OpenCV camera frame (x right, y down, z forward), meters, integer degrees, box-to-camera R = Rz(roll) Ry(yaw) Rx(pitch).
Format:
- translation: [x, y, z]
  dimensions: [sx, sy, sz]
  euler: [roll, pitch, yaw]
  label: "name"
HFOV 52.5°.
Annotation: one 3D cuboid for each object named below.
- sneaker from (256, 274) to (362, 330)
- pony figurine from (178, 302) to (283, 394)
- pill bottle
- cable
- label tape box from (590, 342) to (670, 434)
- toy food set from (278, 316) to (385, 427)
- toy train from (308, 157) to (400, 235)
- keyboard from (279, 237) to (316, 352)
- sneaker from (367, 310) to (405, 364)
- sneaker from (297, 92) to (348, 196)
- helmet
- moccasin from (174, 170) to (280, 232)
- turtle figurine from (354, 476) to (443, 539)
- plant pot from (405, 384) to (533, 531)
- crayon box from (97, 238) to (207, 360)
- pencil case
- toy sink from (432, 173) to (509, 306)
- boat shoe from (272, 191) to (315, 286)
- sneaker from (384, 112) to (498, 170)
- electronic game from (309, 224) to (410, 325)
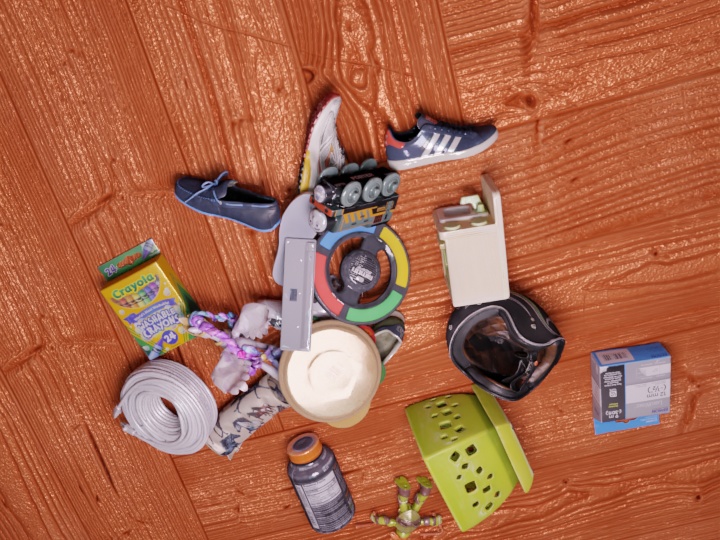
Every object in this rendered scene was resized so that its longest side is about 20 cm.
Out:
- translation: [-0.094, 0.061, 1.387]
  dimensions: [0.199, 0.075, 0.115]
  euler: [17, 109, -13]
  label: "sneaker"
- translation: [-0.219, 0.141, 1.341]
  dimensions: [0.200, 0.193, 0.167]
  euler: [36, 75, -47]
  label: "pony figurine"
- translation: [-0.088, 0.438, 1.523]
  dimensions: [0.106, 0.106, 0.201]
  euler: [-17, 112, 5]
  label: "pill bottle"
- translation: [-0.373, 0.269, 1.425]
  dimensions: [0.200, 0.069, 0.200]
  euler: [33, 124, 5]
  label: "cable"
- translation: [0.552, 0.256, 1.493]
  dimensions: [0.143, 0.066, 0.201]
  euler: [-9, 111, 2]
  label: "label tape box"
- translation: [-0.052, 0.183, 1.348]
  dimensions: [0.199, 0.049, 0.199]
  euler: [23, 92, -12]
  label: "toy food set"
- translation: [-0.008, -0.123, 1.260]
  dimensions: [0.085, 0.200, 0.114]
  euler: [34, 124, 29]
  label: "toy train"
- translation: [-0.111, 0.044, 1.296]
  dimensions: [0.056, 0.011, 0.201]
  euler: [4, 94, 12]
  label: "keyboard"
- translation: [0.008, 0.163, 1.420]
  dimensions: [0.200, 0.090, 0.067]
  euler: [-41, 109, 14]
  label: "sneaker"
- translation: [-0.058, -0.214, 1.279]
  dimensions: [0.082, 0.078, 0.201]
  euler: [7, 121, -9]
  label: "sneaker"
- translation: [0.260, 0.126, 1.360]
  dimensions: [0.191, 0.200, 0.201]
  euler: [40, 112, 30]
  label: "helmet"
- translation: [-0.230, -0.135, 1.285]
  dimensions: [0.199, 0.081, 0.068]
  euler: [16, 133, 4]
  label: "moccasin"
- translation: [0.094, 0.528, 1.588]
  dimensions: [0.199, 0.064, 0.162]
  euler: [7, 112, -5]
  label: "turtle figurine"
- translation: [0.221, 0.356, 1.456]
  dimensions: [0.181, 0.200, 0.200]
  euler: [-26, 111, 2]
  label: "plant pot"
- translation: [-0.397, 0.057, 1.384]
  dimensions: [0.125, 0.052, 0.200]
  euler: [-27, 110, 9]
  label: "crayon box"
- translation: [-0.223, 0.291, 1.472]
  dimensions: [0.200, 0.078, 0.089]
  euler: [-39, 108, 13]
  label: "pencil case"
- translation: [0.194, -0.056, 1.316]
  dimensions: [0.112, 0.130, 0.201]
  euler: [-9, 113, 2]
  label: "toy sink"
- translation: [-0.111, -0.064, 1.327]
  dimensions: [0.070, 0.066, 0.201]
  euler: [15, 123, -2]
  label: "boat shoe"
- translation: [0.138, -0.238, 1.268]
  dimensions: [0.199, 0.075, 0.085]
  euler: [-14, 117, 4]
  label: "sneaker"
- translation: [0.000, 0.000, 1.338]
  dimensions: [0.199, 0.042, 0.201]
  euler: [1, 87, -21]
  label: "electronic game"
